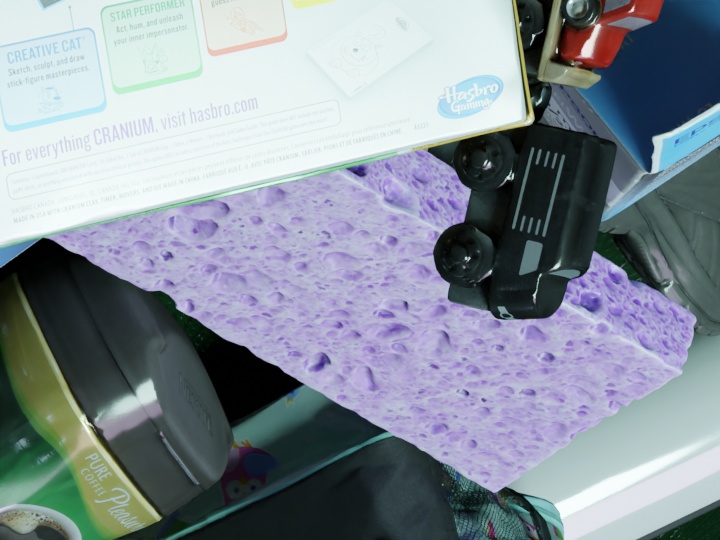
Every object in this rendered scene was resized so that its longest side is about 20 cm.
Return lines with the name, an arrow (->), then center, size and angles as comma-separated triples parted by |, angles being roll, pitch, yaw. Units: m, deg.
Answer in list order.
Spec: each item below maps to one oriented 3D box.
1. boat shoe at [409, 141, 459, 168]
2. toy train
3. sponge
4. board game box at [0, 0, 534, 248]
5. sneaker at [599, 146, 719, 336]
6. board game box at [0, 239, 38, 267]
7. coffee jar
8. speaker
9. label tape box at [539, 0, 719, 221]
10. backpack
boat shoe -> 0.009, -0.041, 0.979 | 0.068, 0.072, 0.200 | -43, 164, -32
toy train -> 0.063, -0.083, 0.796 | 0.034, 0.046, 0.201 | 6, 97, -65
sponge -> 0.000, 0.000, 0.941 | 0.200, 0.030, 0.112 | 31, 142, -20
board game box -> -0.043, -0.120, 0.723 | 0.153, 0.040, 0.201 | -13, 108, -18
sneaker -> 0.125, -0.041, 1.074 | 0.091, 0.076, 0.200 | -39, 150, 6
board game box -> -0.146, -0.057, 0.808 | 0.200, 0.062, 0.200 | -25, 141, 5
coffee jar -> -0.146, 0.073, 0.994 | 0.200, 0.085, 0.104 | -29, 148, 0
speaker -> 0.117, 0.074, 1.225 | 0.200, 0.081, 0.081 | -25, 149, -10
label tape box -> 0.124, -0.087, 0.895 | 0.143, 0.066, 0.200 | -35, 175, -3
backpack -> -0.004, 0.133, 1.090 | 0.176, 0.154, 0.200 | -30, 146, 16
